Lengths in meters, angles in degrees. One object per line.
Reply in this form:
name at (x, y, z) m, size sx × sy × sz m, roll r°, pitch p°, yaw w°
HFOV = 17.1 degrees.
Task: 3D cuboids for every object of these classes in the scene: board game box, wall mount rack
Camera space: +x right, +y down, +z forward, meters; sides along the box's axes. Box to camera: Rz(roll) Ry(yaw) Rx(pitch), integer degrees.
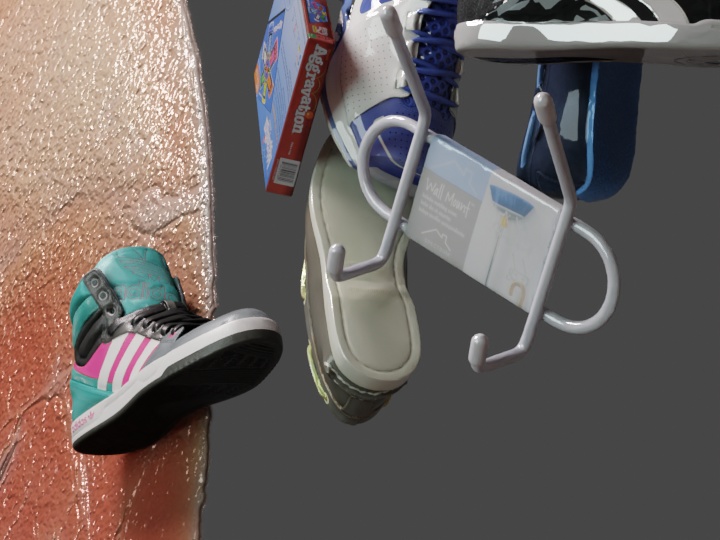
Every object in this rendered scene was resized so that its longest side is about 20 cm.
board game box at (-0.044, -0.133, 1.520) m, size 0.200 × 0.019 × 0.103 m, roll -100°, pitch 26°, yaw -64°
wall mount rack at (0.057, -0.047, 1.328) m, size 0.200 × 0.074 × 0.174 m, roll 32°, pitch 121°, yaw 33°

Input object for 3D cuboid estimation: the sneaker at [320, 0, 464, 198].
sneaker at (0.040, -0.154, 1.457) m, size 0.115 × 0.080 × 0.200 m, roll -31°, pitch 49°, yaw 42°

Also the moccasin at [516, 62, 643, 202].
moccasin at (0.119, -0.140, 1.347) m, size 0.068 × 0.080 × 0.201 m, roll 0°, pitch 72°, yaw 36°

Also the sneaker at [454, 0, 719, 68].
sneaker at (0.147, -0.167, 1.266) m, size 0.199 × 0.073 × 0.112 m, roll 2°, pitch 88°, yaw 17°

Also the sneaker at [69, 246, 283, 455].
sneaker at (-0.128, 0.035, 1.579) m, size 0.200 × 0.083 × 0.121 m, roll -30°, pitch 61°, yaw 41°

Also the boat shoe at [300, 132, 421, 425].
boat shoe at (-0.003, -0.001, 1.445) m, size 0.060 × 0.072 × 0.202 m, roll 117°, pitch 157°, yaw -47°
